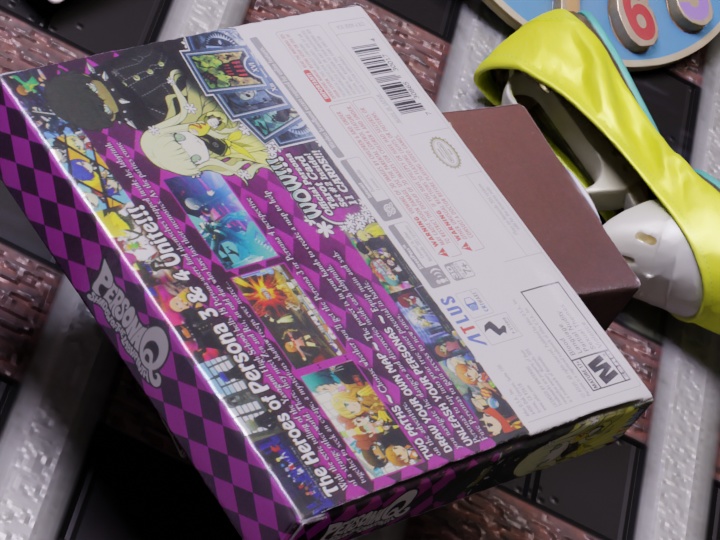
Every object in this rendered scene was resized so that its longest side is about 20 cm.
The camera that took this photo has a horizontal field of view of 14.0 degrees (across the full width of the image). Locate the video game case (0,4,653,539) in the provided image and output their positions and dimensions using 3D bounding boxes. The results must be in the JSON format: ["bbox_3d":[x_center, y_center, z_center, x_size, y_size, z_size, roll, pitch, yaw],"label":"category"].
[{"bbox_3d":[-0.016,-0.002,1.049,0.181,0.036,0.200,-16,62,-43],"label":"video game case"}]

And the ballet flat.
[{"bbox_3d":[0.115,-0.030,1.267,0.067,0.067,0.200,-22,60,-22],"label":"ballet flat"}]

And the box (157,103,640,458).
[{"bbox_3d":[0.000,0.000,1.142,0.199,0.075,0.100,-9,55,-37],"label":"box"}]

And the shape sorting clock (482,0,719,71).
[{"bbox_3d":[0.108,-0.190,1.393,0.199,0.039,0.201,14,61,-27],"label":"shape sorting clock"}]

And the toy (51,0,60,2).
[{"bbox_3d":[-0.099,-0.204,1.263,0.115,0.047,0.200,45,51,8],"label":"toy"}]
